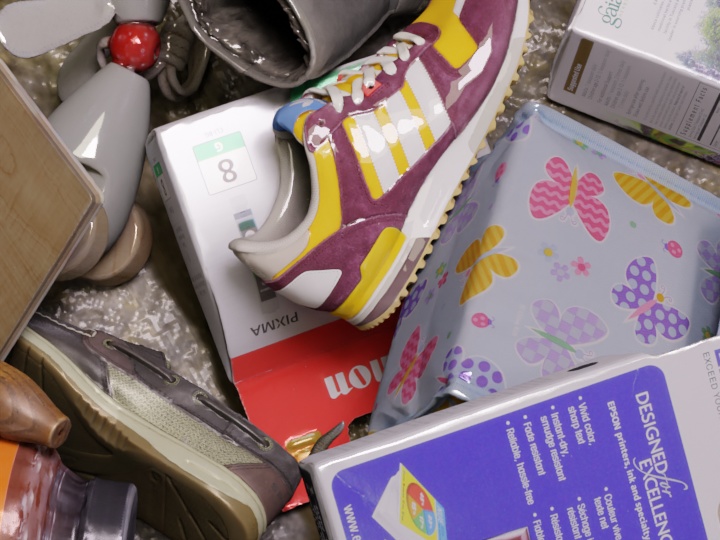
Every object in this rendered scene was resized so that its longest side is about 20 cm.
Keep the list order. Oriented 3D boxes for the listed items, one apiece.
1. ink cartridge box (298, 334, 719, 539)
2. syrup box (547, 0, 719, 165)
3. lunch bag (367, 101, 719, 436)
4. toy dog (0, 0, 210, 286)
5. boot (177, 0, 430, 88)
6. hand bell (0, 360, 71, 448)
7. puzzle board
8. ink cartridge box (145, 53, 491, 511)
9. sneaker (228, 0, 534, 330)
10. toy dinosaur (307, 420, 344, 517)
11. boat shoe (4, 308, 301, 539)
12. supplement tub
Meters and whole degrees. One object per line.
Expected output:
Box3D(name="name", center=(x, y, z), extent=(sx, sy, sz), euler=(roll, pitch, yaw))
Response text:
Box3D(name="ink cartridge box", center=(0.094, 0.143, 0.956), extent=(0.199, 0.043, 0.199), euler=(-17, 98, -11))
Box3D(name="syrup box", center=(0.208, -0.107, 1.205), extent=(0.199, 0.081, 0.079), euler=(21, 66, 5))
Box3D(name="lunch bag", center=(0.124, 0.042, 1.063), extent=(0.200, 0.127, 0.170), euler=(28, 58, -16))
Box3D(name="toy dog", center=(-0.152, -0.083, 1.149), extent=(0.096, 0.132, 0.201), euler=(9, 64, 13))
Box3D(name="boot", center=(-0.046, -0.178, 1.168), extent=(0.182, 0.073, 0.200), euler=(41, 36, 13))
Box3D(name="hand bell", center=(-0.219, 0.034, 1.079), extent=(0.200, 0.104, 0.104), euler=(26, 68, 22))
Box3D(name="puzzle board", center=(-0.212, -0.049, 1.117), extent=(0.017, 0.151, 0.200), euler=(-3, 46, -49))
Box3D(name="ink cartridge box", center=(0.000, 0.000, 1.130), extent=(0.160, 0.050, 0.201), euler=(-20, 87, -14))
Box3D(name="sneaker", center=(0.010, -0.076, 1.076), extent=(0.090, 0.075, 0.201), euler=(26, 83, -19))
Box3D(name="toy dinosaur", center=(-0.005, 0.168, 1.051), extent=(0.077, 0.201, 0.102), euler=(11, 27, -10))
Box3D(name="boat shoe", center=(-0.117, 0.070, 1.120), extent=(0.201, 0.072, 0.066), euler=(33, 46, 21))
Box3D(name="supplement tub", center=(-0.209, 0.124, 1.067), extent=(0.199, 0.107, 0.107), euler=(6, 67, -1))
